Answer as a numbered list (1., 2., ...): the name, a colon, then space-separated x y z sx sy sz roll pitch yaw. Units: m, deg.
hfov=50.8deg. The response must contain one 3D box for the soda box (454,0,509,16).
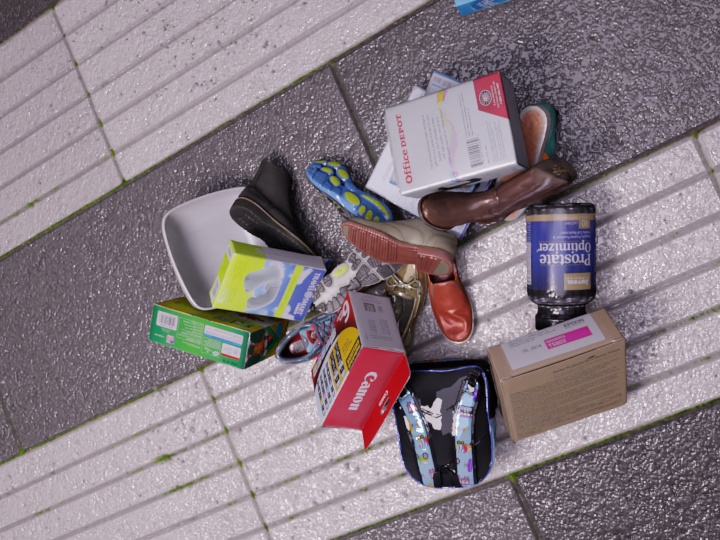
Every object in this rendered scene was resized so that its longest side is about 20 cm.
1. soda box: 0.249 -0.487 1.243 0.197 0.064 0.069 -12 90 19

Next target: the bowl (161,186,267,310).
1. bowl: -0.257 -0.038 1.398 0.198 0.075 0.202 -21 89 -25

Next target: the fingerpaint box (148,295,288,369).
1. fingerpaint box: -0.258 0.108 1.394 0.197 0.167 0.074 14 100 16

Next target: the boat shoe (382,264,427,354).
1. boat shoe: 0.070 0.064 1.337 0.072 0.063 0.203 15 97 17

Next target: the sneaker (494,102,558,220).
1. sneaker: 0.283 -0.178 1.251 0.071 0.079 0.202 33 125 30

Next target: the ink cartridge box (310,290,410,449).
1. ink cartridge box: -0.005 0.170 1.275 0.083 0.177 0.201 10 127 -22

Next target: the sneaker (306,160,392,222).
1. sneaker: -0.027 -0.121 1.347 0.199 0.071 0.083 42 148 19

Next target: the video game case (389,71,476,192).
1. video game case: 0.149 -0.213 1.275 0.142 0.018 0.202 25 100 14

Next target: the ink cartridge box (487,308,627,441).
1. ink cartridge box: 0.310 0.167 1.190 0.197 0.076 0.166 -18 130 1

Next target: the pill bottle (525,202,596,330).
1. pill bottle: 0.324 -0.006 1.224 0.110 0.112 0.203 -1 93 18

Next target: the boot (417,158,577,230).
1. boot: 0.210 -0.120 1.156 0.199 0.185 0.065 -22 78 54

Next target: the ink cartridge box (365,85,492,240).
1. ink cartridge box: 0.136 -0.185 1.311 0.199 0.041 0.201 31 102 14

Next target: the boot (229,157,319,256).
1. boot: -0.130 -0.103 1.391 0.077 0.139 0.200 -20 127 44

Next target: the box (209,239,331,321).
1. box: -0.153 0.022 1.335 0.123 0.198 0.048 -63 33 28

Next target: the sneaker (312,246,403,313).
1. sneaker: 0.000 0.000 1.336 0.199 0.085 0.078 -33 87 10

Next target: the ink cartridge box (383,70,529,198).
1. ink cartridge box: 0.152 -0.210 1.207 0.198 0.083 0.148 -12 85 26

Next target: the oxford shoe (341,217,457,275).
1. oxford shoe: 0.066 -0.054 1.268 0.198 0.071 0.074 20 59 4

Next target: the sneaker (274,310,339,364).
1. sneaker: -0.069 0.120 1.370 0.199 0.095 0.080 -33 84 17

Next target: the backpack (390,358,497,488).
1. backpack: 0.149 0.258 1.286 0.180 0.134 0.203 -8 91 18

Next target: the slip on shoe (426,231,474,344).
1. slip on shoe: 0.148 0.031 1.312 0.073 0.061 0.203 -12 91 17
